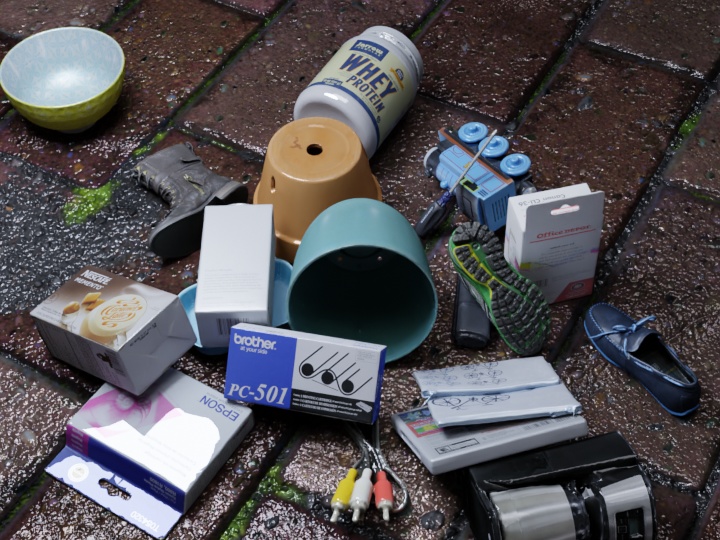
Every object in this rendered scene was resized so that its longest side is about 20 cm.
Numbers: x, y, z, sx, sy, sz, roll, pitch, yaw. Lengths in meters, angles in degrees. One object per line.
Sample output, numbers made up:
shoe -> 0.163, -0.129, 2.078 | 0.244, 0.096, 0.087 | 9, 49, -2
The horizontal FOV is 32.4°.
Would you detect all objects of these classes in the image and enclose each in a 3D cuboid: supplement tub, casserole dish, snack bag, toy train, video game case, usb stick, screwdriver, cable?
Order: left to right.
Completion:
casserole dish -> -0.162, 0.055, 1.716 | 0.198, 0.039, 0.122 | -20, 51, -15
supplement tub -> 0.001, -0.273, 1.932 | 0.143, 0.146, 0.201 | 21, 52, 20
cable -> 0.015, 0.233, 1.540 | 0.096, 0.051, 0.202 | -1, 48, 5
screwdriver -> 0.138, -0.122, 1.774 | 0.028, 0.200, 0.029 | 26, 35, -18
usb stick -> 0.161, 0.024, 1.735 | 0.055, 0.033, 0.202 | 7, 48, 3
toy train -> 0.174, -0.144, 1.843 | 0.113, 0.087, 0.200 | -29, 45, -17
video game case -> 0.154, 0.190, 1.527 | 0.197, 0.023, 0.182 | -13, 14, -11
snack bag -> 0.166, 0.151, 1.560 | 0.186, 0.022, 0.200 | -5, 13, -2

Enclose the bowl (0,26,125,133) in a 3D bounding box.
bowl -> -0.467, -0.286, 1.983 | 0.197, 0.108, 0.202 | -1, 48, 1

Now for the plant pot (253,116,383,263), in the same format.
plant pot -> -0.063, -0.125, 1.806 | 0.197, 0.141, 0.202 | -1, 49, 1

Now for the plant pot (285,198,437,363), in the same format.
plant pot -> 0.000, 0.000, 1.663 | 0.197, 0.203, 0.162 | -2, 37, 0

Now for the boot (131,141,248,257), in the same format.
boot -> -0.283, -0.110, 1.857 | 0.173, 0.070, 0.199 | 31, 48, 29

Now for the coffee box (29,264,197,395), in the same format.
coffee box -> -0.327, 0.075, 1.636 | 0.198, 0.080, 0.114 | 17, 48, 41

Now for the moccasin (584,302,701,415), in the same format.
moccasin -> 0.379, 0.101, 1.636 | 0.080, 0.069, 0.200 | -32, 54, -24

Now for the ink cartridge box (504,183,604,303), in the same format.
ink cartridge box -> 0.260, -0.045, 1.681 | 0.115, 0.201, 0.068 | -11, 48, -9

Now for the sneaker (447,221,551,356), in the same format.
sneaker -> 0.188, 0.024, 1.672 | 0.077, 0.085, 0.201 | -31, 90, -9

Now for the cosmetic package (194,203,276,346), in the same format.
cosmetic package -> -0.168, 0.004, 1.689 | 0.100, 0.075, 0.202 | 0, 46, 1

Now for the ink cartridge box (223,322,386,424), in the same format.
ink cartridge box -> -0.071, 0.130, 1.576 | 0.197, 0.095, 0.044 | 8, 7, 12

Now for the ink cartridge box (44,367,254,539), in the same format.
ink cartridge box -> -0.268, 0.214, 1.575 | 0.195, 0.044, 0.200 | 24, 52, 21

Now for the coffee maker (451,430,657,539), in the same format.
coffee maker -> 0.226, 0.259, 1.456 | 0.197, 0.136, 0.194 | -10, 48, -8
